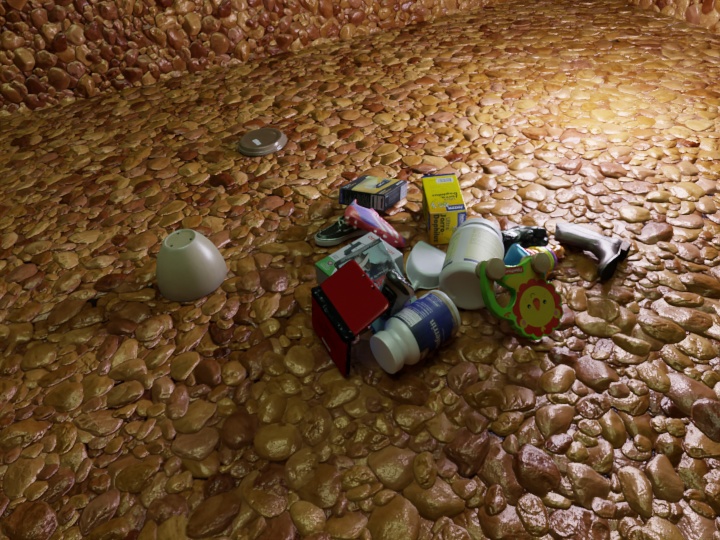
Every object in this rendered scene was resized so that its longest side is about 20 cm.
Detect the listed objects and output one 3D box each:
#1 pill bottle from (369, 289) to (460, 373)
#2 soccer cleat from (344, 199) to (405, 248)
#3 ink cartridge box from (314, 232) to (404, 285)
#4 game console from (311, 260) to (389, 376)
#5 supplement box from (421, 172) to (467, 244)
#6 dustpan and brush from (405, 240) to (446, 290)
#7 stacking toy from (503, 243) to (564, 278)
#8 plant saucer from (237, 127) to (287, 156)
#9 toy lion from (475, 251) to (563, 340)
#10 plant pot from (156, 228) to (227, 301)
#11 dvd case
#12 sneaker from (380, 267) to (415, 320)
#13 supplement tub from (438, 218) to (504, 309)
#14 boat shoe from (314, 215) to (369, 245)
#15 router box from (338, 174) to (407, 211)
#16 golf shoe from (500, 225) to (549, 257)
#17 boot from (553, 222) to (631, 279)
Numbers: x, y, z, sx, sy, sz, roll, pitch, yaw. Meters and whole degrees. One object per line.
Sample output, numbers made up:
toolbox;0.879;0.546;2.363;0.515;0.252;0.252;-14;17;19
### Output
pill bottle;0.123;0.140;1.308;0.198;0.118;0.115;-31;44;-25
soccer cleat;0.046;-0.133;1.644;0.196;0.067;0.078;26;68;7
ink cartridge box;0.000;0.000;1.521;0.198;0.085;0.146;-31;45;-26
game console;-0.028;0.108;1.339;0.116;0.176;0.201;-14;38;-22
supplement box;0.241;-0.183;1.681;0.106;0.111;0.202;-6;39;2
dustpan and brush;0.159;0.016;1.509;0.138;0.058;0.200;29;43;20
stacking toy;0.460;-0.023;1.475;0.197;0.111;0.116;-24;54;-36
plant saucer;-0.382;-0.503;2.235;0.194;0.030;0.203;-4;40;3
toy lion;0.370;0.063;1.316;0.195;0.197;0.069;-6;-4;-18
plant pot;-0.482;-0.034;1.602;0.194;0.137;0.203;-4;38;3
dvd case;0.042;0.036;1.428;0.144;0.022;0.203;-27;81;-24
sneaker;0.075;0.063;1.314;0.079;0.201;0.074;-40;70;-15
supplement tub;0.282;-0.020;1.444;0.141;0.147;0.202;8;44;18
boat shoe;-0.047;-0.132;1.704;0.195;0.065;0.071;-19;40;-14
router box;0.042;-0.243;1.788;0.153;0.054;0.200;11;25;21
golf shoe;0.409;-0.079;1.573;0.194;0.080;0.095;-5;14;9
boot;0.583;-0.060;1.513;0.198;0.066;0.185;28;38;31
